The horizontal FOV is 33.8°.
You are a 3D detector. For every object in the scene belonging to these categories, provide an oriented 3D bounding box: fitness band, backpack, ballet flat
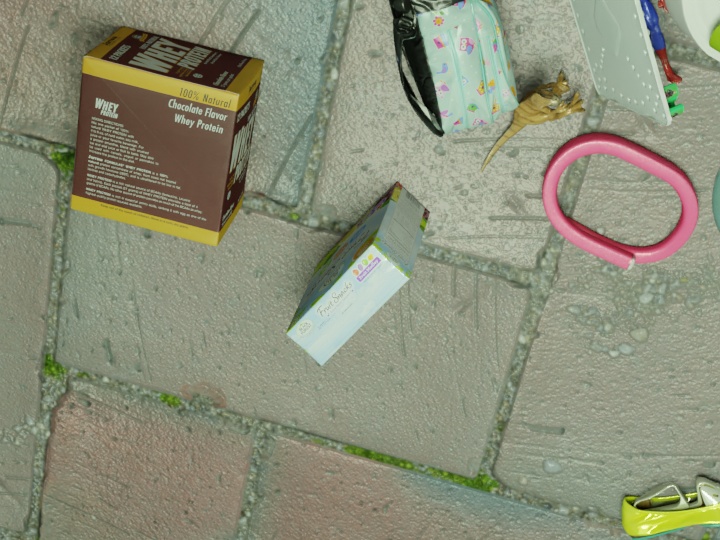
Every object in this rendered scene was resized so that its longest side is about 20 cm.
[{"bbox_3d":[0.320,-0.085,1.466,0.197,0.038,0.145,25,117,-3],"label":"fitness band"},{"bbox_3d":[0.106,-0.256,1.361,0.124,0.168,0.203,-13,119,10],"label":"backpack"},{"bbox_3d":[0.452,0.320,1.623,0.197,0.067,0.068,-15,99,18],"label":"ballet flat"}]

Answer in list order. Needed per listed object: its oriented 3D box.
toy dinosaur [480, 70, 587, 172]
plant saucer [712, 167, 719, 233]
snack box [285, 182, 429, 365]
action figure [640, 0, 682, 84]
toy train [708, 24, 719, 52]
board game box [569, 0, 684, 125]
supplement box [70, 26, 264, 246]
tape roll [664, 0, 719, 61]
[{"bbox_3d":[0.204,-0.191,1.412,0.105,0.200,0.061,-20,79,-13],"label":"toy dinosaur"},{"bbox_3d":[0.528,-0.085,1.433,0.196,0.028,0.203,4,117,8],"label":"plant saucer"},{"bbox_3d":[0.000,0.000,1.473,0.067,0.201,0.169,40,115,-11],"label":"snack box"},{"bbox_3d":[0.315,-0.301,1.356,0.064,0.052,0.203,-21,108,11],"label":"action figure"},{"bbox_3d":[0.410,-0.217,1.240,0.116,0.084,0.202,47,129,31],"label":"toy train"},{"bbox_3d":[0.280,-0.273,1.297,0.026,0.200,0.203,-23,111,-4],"label":"board game box"},{"bbox_3d":[-0.239,-0.169,1.474,0.194,0.133,0.203,14,118,4],"label":"supplement box"},{"bbox_3d":[0.429,-0.326,1.281,0.198,0.071,0.206,-3,120,-6],"label":"tape roll"}]
